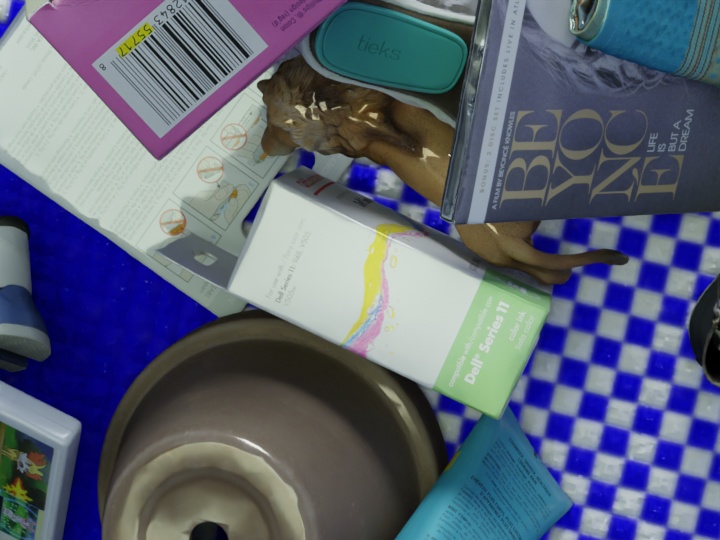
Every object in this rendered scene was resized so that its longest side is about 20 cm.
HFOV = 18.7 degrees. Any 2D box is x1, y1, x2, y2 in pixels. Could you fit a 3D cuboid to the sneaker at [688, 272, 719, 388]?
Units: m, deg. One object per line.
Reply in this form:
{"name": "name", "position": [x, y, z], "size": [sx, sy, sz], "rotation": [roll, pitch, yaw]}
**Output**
{"name": "sneaker", "position": [0.247, -0.018, 1.132], "size": [0.075, 0.106, 0.200], "rotation": [35, 100, 2]}

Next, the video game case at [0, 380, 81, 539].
{"name": "video game case", "position": [-0.246, 0.105, 1.209], "size": [0.182, 0.022, 0.200], "rotation": [26, 140, 7]}

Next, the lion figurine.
{"name": "lion figurine", "position": [0.044, -0.053, 1.154], "size": [0.199, 0.122, 0.073], "rotation": [32, 106, 17]}

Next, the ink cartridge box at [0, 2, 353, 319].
{"name": "ink cartridge box", "position": [-0.108, -0.093, 1.239], "size": [0.200, 0.050, 0.163], "rotation": [35, 98, -11]}

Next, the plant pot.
{"name": "plant pot", "position": [-0.063, 0.127, 1.163], "size": [0.199, 0.175, 0.202], "rotation": [1, 95, 11]}

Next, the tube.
{"name": "tube", "position": [0.046, 0.151, 1.145], "size": [0.050, 0.200, 0.078], "rotation": [-15, 112, 44]}

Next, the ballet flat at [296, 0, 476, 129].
{"name": "ballet flat", "position": [0.050, -0.106, 1.124], "size": [0.199, 0.069, 0.070], "rotation": [20, 98, -28]}

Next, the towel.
{"name": "towel", "position": [0.193, -0.166, 1.110], "size": [0.022, 0.199, 0.148], "rotation": [21, 98, 47]}

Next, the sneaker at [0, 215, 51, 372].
{"name": "sneaker", "position": [-0.259, 0.007, 1.250], "size": [0.198, 0.080, 0.116], "rotation": [-12, 66, 26]}

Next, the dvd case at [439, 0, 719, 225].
{"name": "dvd case", "position": [0.132, -0.099, 1.111], "size": [0.016, 0.199, 0.150], "rotation": [29, 115, 47]}

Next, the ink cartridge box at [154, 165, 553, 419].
{"name": "ink cartridge box", "position": [0.000, 0.000, 1.168], "size": [0.199, 0.117, 0.068], "rotation": [25, 98, 2]}

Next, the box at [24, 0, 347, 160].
{"name": "box", "position": [-0.073, -0.173, 1.089], "size": [0.176, 0.200, 0.097], "rotation": [-40, 113, 7]}
